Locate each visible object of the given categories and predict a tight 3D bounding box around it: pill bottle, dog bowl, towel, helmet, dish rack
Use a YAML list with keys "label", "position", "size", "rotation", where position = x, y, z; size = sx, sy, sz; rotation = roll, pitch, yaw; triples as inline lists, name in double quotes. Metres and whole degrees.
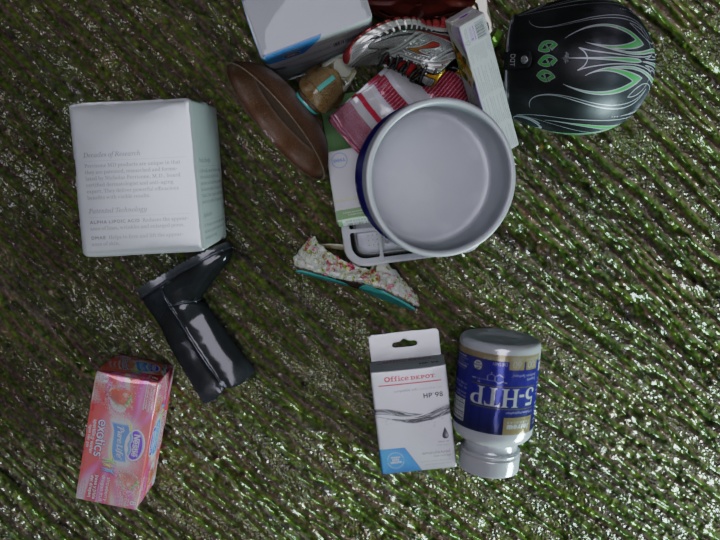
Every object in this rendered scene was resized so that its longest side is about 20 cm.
- label: "pill bottle"
  position: [0.198, 0.194, 1.166]
  size: [0.119, 0.120, 0.201]
  rotation: [3, 99, 0]
- label: "dog bowl"
  position: [0.095, -0.121, 1.032]
  size: [0.199, 0.079, 0.201]
  rotation: [-2, 98, -11]
- label: "towel"
  position: [0.074, -0.221, 1.085]
  size: [0.200, 0.023, 0.144]
  rotation: [-43, 87, -6]
- label: "helmet"
  position: [0.298, -0.275, 1.071]
  size: [0.190, 0.200, 0.201]
  rotation: [4, 99, 17]
- label: "dish rack"
  position: [0.069, -0.095, 1.146]
  size: [0.199, 0.044, 0.172]
  rotation: [-8, 78, 2]

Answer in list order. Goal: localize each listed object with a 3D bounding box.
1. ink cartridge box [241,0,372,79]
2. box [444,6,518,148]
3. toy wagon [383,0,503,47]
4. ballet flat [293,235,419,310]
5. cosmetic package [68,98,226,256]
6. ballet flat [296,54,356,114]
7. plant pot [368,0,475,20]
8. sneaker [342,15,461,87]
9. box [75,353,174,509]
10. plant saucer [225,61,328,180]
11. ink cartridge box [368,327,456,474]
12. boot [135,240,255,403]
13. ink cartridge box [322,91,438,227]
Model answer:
- label: "ink cartridge box"
  position: [-0.063, -0.326, 1.052]
  size: [0.146, 0.200, 0.086]
  rotation: [-20, 96, 3]
- label: "box"
  position: [0.161, -0.244, 1.038]
  size: [0.041, 0.039, 0.200]
  rotation: [-31, 127, -7]
- label: "toy wagon"
  position: [0.125, -0.356, 1.127]
  size: [0.155, 0.040, 0.200]
  rotation: [31, 97, -4]
- label: "ballet flat"
  position: [0.000, 0.000, 1.167]
  size: [0.199, 0.076, 0.064]
  rotation: [19, 82, -5]
- label: "cosmetic package"
  position: [-0.288, -0.130, 1.102]
  size: [0.164, 0.165, 0.201]
  rotation: [-3, 97, 2]
- label: "ballet flat"
  position: [-0.041, -0.255, 1.060]
  size: [0.072, 0.200, 0.068]
  rotation: [-40, 100, 13]
- label: "plant pot"
  position: [0.077, -0.440, 1.018]
  size: [0.200, 0.201, 0.196]
  rotation: [-3, 89, 1]
- label: "sneaker"
  position: [0.073, -0.282, 1.032]
  size: [0.199, 0.078, 0.082]
  rotation: [-10, 89, -19]
- label: "box"
  position: [-0.352, 0.239, 1.188]
  size: [0.094, 0.103, 0.201]
  rotation: [12, 97, -1]
- label: "plant saucer"
  position: [-0.105, -0.210, 1.078]
  size: [0.037, 0.200, 0.201]
  rotation: [-41, 96, -11]
- label: "ink cartridge box"
  position: [0.076, 0.196, 1.194]
  size: [0.115, 0.067, 0.201]
  rotation: [-7, 98, 2]
- label: "boot"
  position: [-0.217, 0.077, 1.180]
  size: [0.164, 0.066, 0.200]
  rotation: [-28, 94, 13]
- label: "ink cartridge box"
  position: [0.023, -0.171, 1.119]
  size: [0.145, 0.048, 0.201]
  rotation: [-9, 80, 1]
